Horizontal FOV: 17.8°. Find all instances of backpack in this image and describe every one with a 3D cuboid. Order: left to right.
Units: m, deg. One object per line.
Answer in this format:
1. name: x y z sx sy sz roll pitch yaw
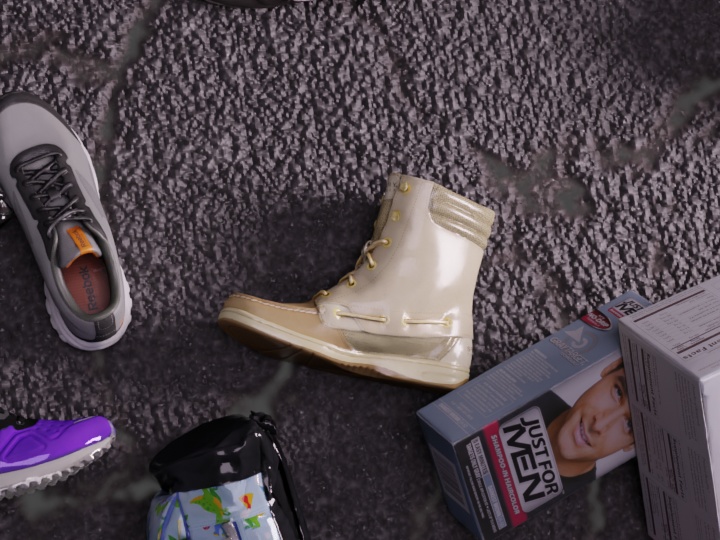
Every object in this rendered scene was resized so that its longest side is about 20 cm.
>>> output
1. backpack: -0.089 0.217 1.641 0.154 0.163 0.200 -28 95 -7

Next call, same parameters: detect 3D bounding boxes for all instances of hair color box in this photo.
1. hair color box: 0.150 0.109 1.734 0.200 0.061 0.099 -29 123 -16

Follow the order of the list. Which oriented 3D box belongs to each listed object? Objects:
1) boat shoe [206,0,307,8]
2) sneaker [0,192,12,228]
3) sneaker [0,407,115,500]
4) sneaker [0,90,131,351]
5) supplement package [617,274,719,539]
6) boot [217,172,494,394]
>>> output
1. boat shoe: -0.034 -0.239 1.764 0.200 0.057 0.067 -2 82 -14
2. sneaker: -0.301 -0.070 1.668 0.098 0.071 0.201 3 83 -13
3. sneaker: -0.278 0.118 1.645 0.200 0.070 0.100 -16 83 -16
4. sneaker: -0.216 -0.041 1.680 0.074 0.079 0.200 -22 86 -14
5. supplement package: 0.296 0.113 1.712 0.156 0.111 0.200 -23 122 -19
6. boot: 0.000 0.000 1.726 0.200 0.073 0.156 13 81 -14
